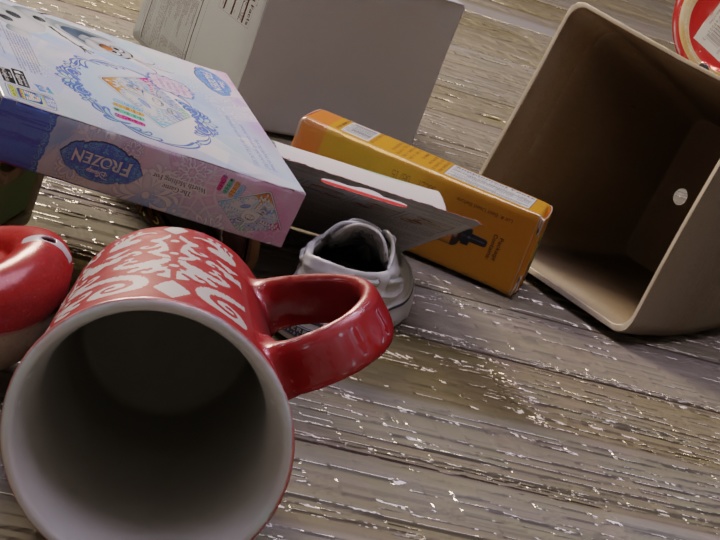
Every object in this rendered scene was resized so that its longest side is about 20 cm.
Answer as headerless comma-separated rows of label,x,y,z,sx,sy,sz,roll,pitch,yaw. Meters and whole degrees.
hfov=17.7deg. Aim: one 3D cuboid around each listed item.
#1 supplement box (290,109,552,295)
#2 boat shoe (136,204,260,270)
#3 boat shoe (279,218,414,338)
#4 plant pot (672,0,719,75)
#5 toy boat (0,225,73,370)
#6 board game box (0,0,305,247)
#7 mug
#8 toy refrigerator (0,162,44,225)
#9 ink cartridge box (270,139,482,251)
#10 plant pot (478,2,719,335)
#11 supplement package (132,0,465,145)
supplement box,0.041,-0.053,1.742,0.199,0.067,0.069,24,14,9
boat shoe,-0.122,-0.053,1.543,0.070,0.071,0.200,4,20,-23
boat shoe,0.000,0.000,1.523,0.073,0.066,0.200,22,17,6
plant pot,0.500,-0.304,2.870,0.200,0.201,0.182,30,26,27
toy boat,-0.244,-0.029,1.200,0.199,0.131,0.131,18,17,-6
board game box,-0.153,-0.098,1.433,0.198,0.043,0.200,16,20,-25
mug,-0.079,0.056,1.141,0.177,0.134,0.200,6,13,-4
toy refrigerator,-0.244,-0.051,1.375,0.070,0.076,0.200,23,16,6
ink cartridge box,-0.015,-0.062,1.592,0.160,0.050,0.200,17,-13,-15
plant pot,0.234,-0.061,1.812,0.177,0.200,0.200,21,11,-48
supplement package,-0.056,-0.212,1.980,0.191,0.147,0.200,10,20,-33
